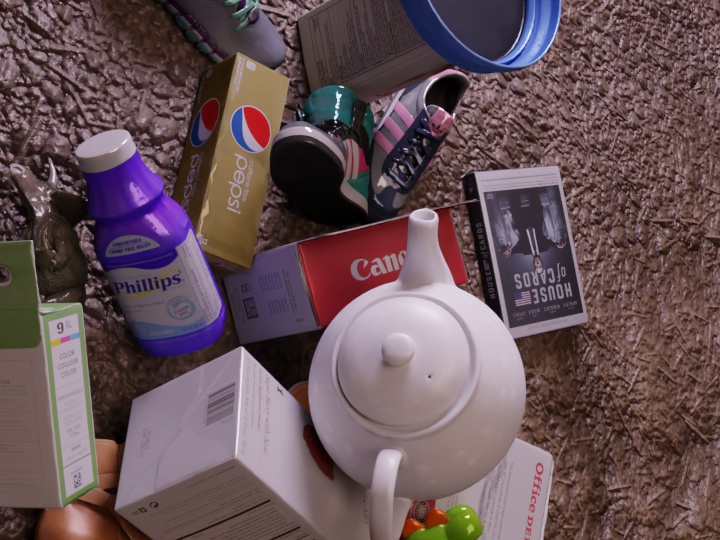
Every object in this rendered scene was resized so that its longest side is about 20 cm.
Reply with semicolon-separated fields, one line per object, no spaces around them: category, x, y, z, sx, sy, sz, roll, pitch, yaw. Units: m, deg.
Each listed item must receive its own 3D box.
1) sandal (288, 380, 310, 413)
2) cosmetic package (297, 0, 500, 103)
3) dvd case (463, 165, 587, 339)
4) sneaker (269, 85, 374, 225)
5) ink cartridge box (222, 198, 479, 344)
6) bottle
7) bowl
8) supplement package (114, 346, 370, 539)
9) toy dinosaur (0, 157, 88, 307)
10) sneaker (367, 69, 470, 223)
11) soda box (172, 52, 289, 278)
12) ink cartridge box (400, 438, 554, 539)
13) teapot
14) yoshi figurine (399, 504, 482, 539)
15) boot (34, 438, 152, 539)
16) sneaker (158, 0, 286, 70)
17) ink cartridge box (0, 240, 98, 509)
sandal;0.027;0.157;0.994;0.207;0.059;0.079;22;68;-19
cosmetic package;0.035;-0.241;1.081;0.087;0.200;0.103;-10;89;-41
dvd case;0.201;-0.023;1.283;0.150;0.025;0.200;-8;86;-39
sneaker;-0.035;-0.131;1.043;0.200;0.084;0.121;53;34;-69
ink cartridge box;0.000;0.000;1.020;0.200;0.176;0.084;-16;91;-39
bottle;-0.180;-0.021;0.903;0.065;0.083;0.200;-84;161;-56
bowl;0.107;-0.278;0.990;0.201;0.039;0.201;10;74;-38
supplement package;-0.090;0.184;0.898;0.200;0.120;0.121;50;23;-35
toy dinosaur;-0.253;0.010;0.877;0.102;0.077;0.200;-31;118;-70
sneaker;0.057;-0.141;1.154;0.070;0.082;0.200;36;61;-28
soda box;-0.127;-0.097;1.007;0.064;0.068;0.200;22;68;-34
ink cartridge box;0.096;0.231;1.109;0.200;0.083;0.145;27;65;-31
teapot;0.040;0.091;0.869;0.197;0.146;0.200;-36;67;-4
yoshi figurine;0.054;0.311;0.992;0.200;0.112;0.112;-46;139;5
boot;-0.176;0.222;0.905;0.200;0.074;0.155;17;64;-41
sneaker;-0.138;-0.264;1.019;0.200;0.088;0.074;36;61;-28
ink cartridge box;-0.265;0.075;0.807;0.059;0.104;0.200;-27;114;-71
